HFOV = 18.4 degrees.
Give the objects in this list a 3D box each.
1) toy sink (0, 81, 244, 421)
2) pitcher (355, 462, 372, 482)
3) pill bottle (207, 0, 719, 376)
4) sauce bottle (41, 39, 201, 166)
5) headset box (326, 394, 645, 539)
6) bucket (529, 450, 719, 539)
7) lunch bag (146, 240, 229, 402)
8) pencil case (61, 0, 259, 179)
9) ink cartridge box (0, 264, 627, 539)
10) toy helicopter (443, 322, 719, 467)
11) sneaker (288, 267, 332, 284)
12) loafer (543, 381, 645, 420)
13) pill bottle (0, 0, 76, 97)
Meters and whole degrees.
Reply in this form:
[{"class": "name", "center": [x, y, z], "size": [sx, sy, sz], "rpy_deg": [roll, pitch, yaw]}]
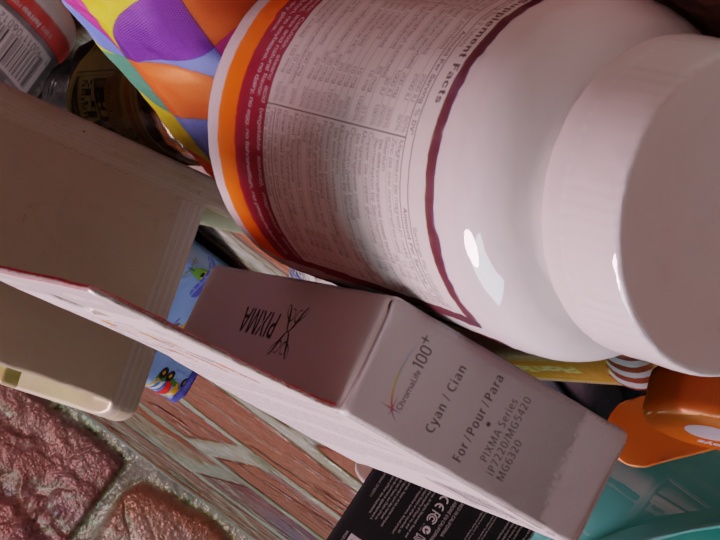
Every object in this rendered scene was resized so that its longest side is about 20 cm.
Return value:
[{"class": "toy sink", "center": [-0.151, -0.009, 0.949], "size": [0.130, 0.113, 0.199], "rpy_deg": [14, 173, 43]}, {"class": "pitcher", "center": [0.107, 0.175, 1.329], "size": [0.171, 0.121, 0.200], "rpy_deg": [12, 143, 46]}, {"class": "pill bottle", "center": [0.047, -0.034, 0.678], "size": [0.110, 0.110, 0.200], "rpy_deg": [43, 165, -35]}, {"class": "sauce bottle", "center": [-0.098, -0.079, 1.009], "size": [0.066, 0.066, 0.200], "rpy_deg": [39, 167, -19]}, {"class": "headset box", "center": [0.053, 0.120, 1.069], "size": [0.092, 0.175, 0.200], "rpy_deg": [33, 172, 8]}, {"class": "bucket", "center": [0.147, 0.155, 0.939], "size": [0.134, 0.208, 0.207], "rpy_deg": [35, 169, 23]}, {"class": "lunch bag", "center": [-0.182, -0.027, 1.406], "size": [0.200, 0.094, 0.150], "rpy_deg": [42, -177, 29]}, {"class": "pencil case", "center": [-0.049, -0.091, 0.786], "size": [0.088, 0.089, 0.200], "rpy_deg": [27, 165, 34]}, {"class": "ink cartridge box", "center": [-0.029, 0.023, 0.749], "size": [0.176, 0.045, 0.200], "rpy_deg": [29, 173, -19]}, {"class": "toy helicopter", "center": [0.099, 0.029, 0.792], "size": [0.199, 0.079, 0.132], "rpy_deg": [1, 161, 42]}, {"class": "sneaker", "center": [0.000, 0.000, 0.988], "size": [0.075, 0.089, 0.200], "rpy_deg": [-5, 163, -18]}, {"class": "loafer", "center": [0.076, 0.000, 0.894], "size": [0.072, 0.063, 0.200], "rpy_deg": [64, -177, 38]}, {"class": "pill bottle", "center": [-0.239, -0.073, 1.086], "size": [0.116, 0.201, 0.116], "rpy_deg": [33, 168, 8]}]
